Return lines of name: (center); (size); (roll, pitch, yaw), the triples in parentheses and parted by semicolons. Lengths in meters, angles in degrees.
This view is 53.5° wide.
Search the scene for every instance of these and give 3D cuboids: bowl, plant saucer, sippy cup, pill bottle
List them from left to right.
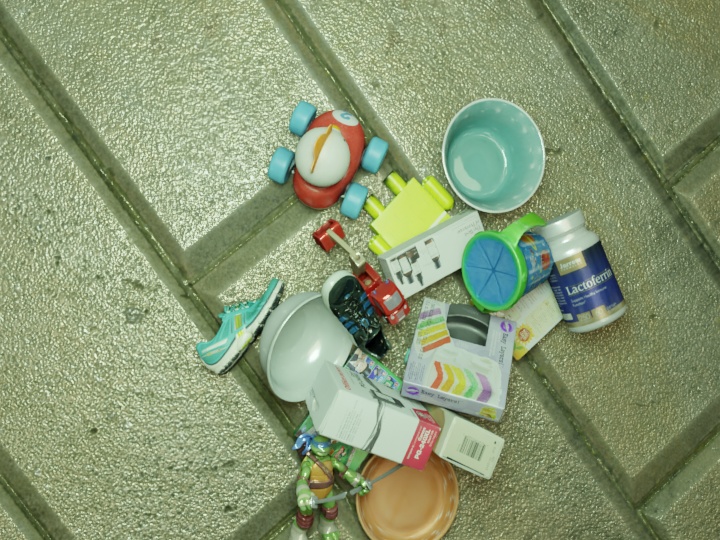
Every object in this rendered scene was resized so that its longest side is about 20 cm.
bowl: (-0.108, 0.117, 1.247); (0.198, 0.089, 0.206); (-27, 130, -37)
plant saucer: (0.084, 0.413, 1.319); (0.194, 0.037, 0.207); (0, 89, -10)
bowl: (0.232, -0.203, 1.326); (0.194, 0.105, 0.208); (0, 88, -9)
sippy cup: (0.267, -0.010, 1.260); (0.128, 0.176, 0.144); (-13, 83, -39)
pill bottle: (0.396, 0.000, 1.305); (0.113, 0.116, 0.205); (-24, 92, -9)

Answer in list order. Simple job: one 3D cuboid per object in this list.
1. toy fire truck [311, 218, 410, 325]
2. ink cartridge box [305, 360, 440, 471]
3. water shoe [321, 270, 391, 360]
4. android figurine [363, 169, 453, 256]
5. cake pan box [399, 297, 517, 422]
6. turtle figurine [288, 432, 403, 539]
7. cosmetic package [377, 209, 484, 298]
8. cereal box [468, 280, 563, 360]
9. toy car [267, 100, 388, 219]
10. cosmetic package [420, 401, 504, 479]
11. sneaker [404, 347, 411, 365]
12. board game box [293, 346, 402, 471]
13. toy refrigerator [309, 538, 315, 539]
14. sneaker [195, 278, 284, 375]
toy fire truck: (0.000, 0.000, 1.259); (0.048, 0.199, 0.143); (-37, 125, -12)
ink cartridge box: (0.018, 0.244, 1.214); (0.196, 0.145, 0.085); (24, 95, -17)
water shoe: (0.002, 0.076, 1.209); (0.072, 0.078, 0.201); (-45, 139, -12)
android figurine: (0.099, -0.083, 1.334); (0.182, 0.041, 0.200); (-45, 94, -8)
cake pan box: (0.178, 0.152, 1.266); (0.179, 0.053, 0.203); (16, 49, 7)
turtle figurine: (-0.049, 0.396, 1.217); (0.195, 0.144, 0.199); (18, 113, 17)
cosmetic package: (0.135, -0.030, 1.292); (0.196, 0.050, 0.084); (-28, 106, -14)
cereal box: (0.323, 0.050, 1.368); (0.199, 0.039, 0.145); (-39, 95, -10)
toy car: (-0.055, -0.205, 1.217); (0.181, 0.200, 0.181); (25, 85, 1)
cosmetic package: (0.162, 0.288, 1.251); (0.103, 0.200, 0.073); (26, 85, -9)
sneaker: (0.178, 0.185, 1.313); (0.195, 0.091, 0.080); (19, 85, -9)
board game box: (-0.012, 0.258, 1.310); (0.134, 0.029, 0.202); (39, 83, -7)
toy refrigerator: (-0.009, 0.557, 1.283); (0.195, 0.070, 0.078); (21, 86, -8)
sneaker: (-0.210, 0.088, 1.262); (0.079, 0.078, 0.201); (40, 81, 6)
